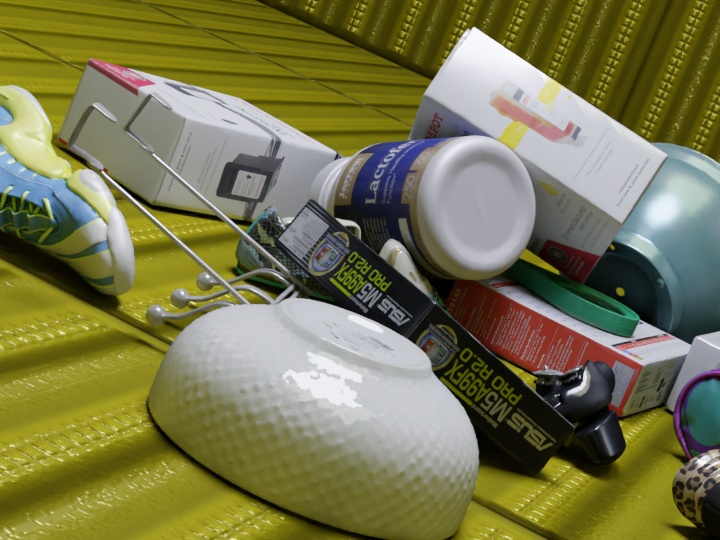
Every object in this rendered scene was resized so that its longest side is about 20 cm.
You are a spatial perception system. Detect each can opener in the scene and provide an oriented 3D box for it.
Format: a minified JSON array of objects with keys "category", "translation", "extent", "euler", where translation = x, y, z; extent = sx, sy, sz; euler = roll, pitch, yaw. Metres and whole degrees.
[{"category":"can opener","translation":[0.160,0.098,1.441],"extent":[0.063,0.079,0.200],"euler":[-15,4,8]}]

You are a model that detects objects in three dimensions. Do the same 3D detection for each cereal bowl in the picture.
[{"category":"cereal bowl","translation":[-0.018,0.072,1.107],"extent":[0.199,0.084,0.200],"euler":[21,11,-4]}]

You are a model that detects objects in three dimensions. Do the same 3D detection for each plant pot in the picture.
[{"category":"plant pot","translation":[0.265,0.000,1.797],"extent":[0.199,0.201,0.134],"euler":[27,38,21]}]

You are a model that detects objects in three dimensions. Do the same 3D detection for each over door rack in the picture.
[{"category":"over door rack","translation":[-0.116,-0.019,1.273],"extent":[0.200,0.066,0.148],"euler":[53,12,-2]}]

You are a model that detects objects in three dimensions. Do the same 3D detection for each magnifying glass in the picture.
[{"category":"magnifying glass","translation":[0.149,0.006,1.656],"extent":[0.199,0.023,0.079],"euler":[29,12,21]}]

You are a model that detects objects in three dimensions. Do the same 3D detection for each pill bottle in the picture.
[{"category":"pill bottle","translation":[0.045,-0.051,1.610],"extent":[0.115,0.117,0.199],"euler":[15,-8,-33]}]

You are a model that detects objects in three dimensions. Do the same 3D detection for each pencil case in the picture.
[{"category":"pencil case","translation":[0.340,0.130,1.535],"extent":[0.199,0.086,0.092],"euler":[12,-13,-42]}]

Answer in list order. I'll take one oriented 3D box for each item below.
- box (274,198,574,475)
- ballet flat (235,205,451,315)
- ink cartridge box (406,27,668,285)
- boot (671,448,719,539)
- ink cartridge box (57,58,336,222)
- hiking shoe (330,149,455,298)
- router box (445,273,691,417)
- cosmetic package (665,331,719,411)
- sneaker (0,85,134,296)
[{"category":"box","translation":[0.041,0.043,1.322],"extent":[0.160,0.044,0.200],"euler":[42,-1,-34]},{"category":"ballet flat","translation":[0.000,0.000,1.518],"extent":[0.199,0.075,0.074],"euler":[18,12,-24]},{"category":"ink cartridge box","translation":[0.142,-0.095,1.645],"extent":[0.199,0.084,0.145],"euler":[34,-22,5]},{"category":"boot","translation":[0.316,0.182,1.298],"extent":[0.199,0.074,0.150],"euler":[7,18,-37]},{"category":"ink cartridge box","translation":[-0.142,-0.109,1.701],"extent":[0.145,0.084,0.199],"euler":[31,14,37]},{"category":"hiking shoe","translation":[0.037,-0.039,1.761],"extent":[0.200,0.075,0.087],"euler":[39,-3,22]},{"category":"router box","translation":[0.185,0.057,1.663],"extent":[0.179,0.049,0.200],"euler":[27,12,22]},{"category":"cosmetic package","translation":[0.351,0.105,1.716],"extent":[0.101,0.075,0.200],"euler":[27,10,22]},{"category":"sneaker","translation":[-0.234,-0.041,1.299],"extent":[0.104,0.076,0.200],"euler":[-22,49,-25]}]
